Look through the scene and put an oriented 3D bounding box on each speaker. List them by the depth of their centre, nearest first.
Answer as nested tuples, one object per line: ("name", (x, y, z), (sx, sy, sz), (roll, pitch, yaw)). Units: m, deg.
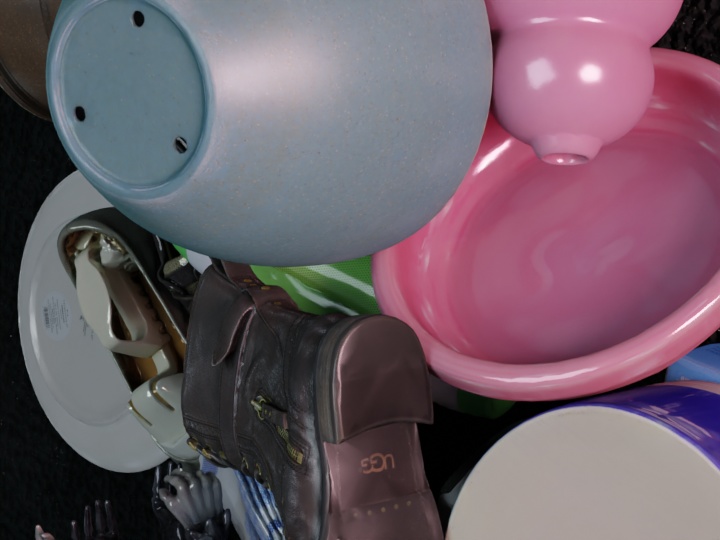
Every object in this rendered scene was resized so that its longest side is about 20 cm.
("speaker", (0.000, 0.000, 1.030), (0.200, 0.088, 0.089), (27, 113, 21))

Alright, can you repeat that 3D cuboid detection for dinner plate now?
("dinner plate", (-0.165, 0.031, 1.266), (0.200, 0.024, 0.201), (4, 96, 45))

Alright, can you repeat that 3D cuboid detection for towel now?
("towel", (-0.045, 0.162, 1.063), (0.147, 0.024, 0.200), (92, 155, -60))

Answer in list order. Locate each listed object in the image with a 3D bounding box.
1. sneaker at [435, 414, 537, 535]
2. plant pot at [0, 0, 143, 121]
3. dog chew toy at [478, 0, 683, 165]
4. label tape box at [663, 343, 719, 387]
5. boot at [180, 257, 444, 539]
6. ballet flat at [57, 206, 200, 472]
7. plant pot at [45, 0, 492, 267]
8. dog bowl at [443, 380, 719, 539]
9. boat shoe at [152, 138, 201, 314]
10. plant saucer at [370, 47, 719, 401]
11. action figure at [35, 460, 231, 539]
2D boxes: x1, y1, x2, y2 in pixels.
("sneaker", (0.077, 0.179, 0.999), (0.121, 0.084, 0.200), (51, 133, 34))
("plant pot", (-0.072, -0.162, 1.056), (0.198, 0.200, 0.201), (13, 103, 34))
("dog chew toy", (0.098, -0.148, 0.911), (0.124, 0.124, 0.200), (-9, 74, 44))
("label tape box", (0.195, 0.149, 0.901), (0.143, 0.066, 0.200), (23, 111, 41))
("boot", (-0.033, 0.094, 0.948), (0.174, 0.069, 0.200), (10, 97, 58))
("ballet flat", (-0.124, 0.056, 1.178), (0.067, 0.064, 0.200), (-32, 81, 29))
("plant pot", (-0.061, -0.088, 0.879), (0.200, 0.135, 0.200), (10, 109, 32))
("dog bowl", (0.131, 0.151, 0.864), (0.200, 0.079, 0.200), (6, 99, 44))
("boat shoe", (-0.088, -0.003, 1.158), (0.073, 0.065, 0.200), (-36, 70, 38))
("plant saucer", (0.104, -0.017, 0.923), (0.200, 0.051, 0.201), (-16, 46, 18))
("action figure", (-0.120, 0.166, 1.067), (0.200, 0.119, 0.102), (-131, 22, -73))
